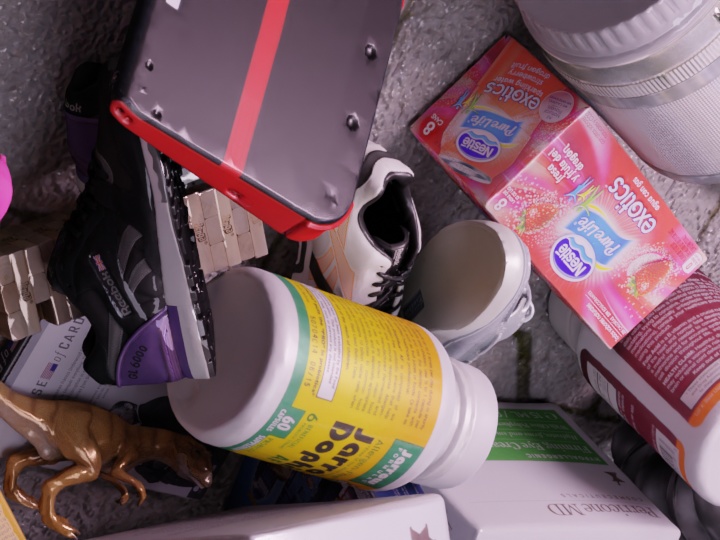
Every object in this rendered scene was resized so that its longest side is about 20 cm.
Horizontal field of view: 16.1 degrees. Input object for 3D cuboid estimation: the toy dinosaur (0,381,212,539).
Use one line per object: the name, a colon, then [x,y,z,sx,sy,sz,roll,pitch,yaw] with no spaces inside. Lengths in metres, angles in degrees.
toy dinosaur: [-0.190,0.104,1.599,0.200,0.060,0.106,23,97,-30]

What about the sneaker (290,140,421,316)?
sneaker: [0.000,0.000,1.642,0.074,0.080,0.200,-35,135,-31]

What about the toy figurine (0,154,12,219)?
toy figurine: [-0.266,-0.065,1.341,0.200,0.184,0.150,16,112,-41]

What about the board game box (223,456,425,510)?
board game box: [-0.029,0.188,1.730,0.062,0.200,0.200,1,136,-37]

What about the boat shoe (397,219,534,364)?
boat shoe: [0.074,0.018,1.677,0.071,0.070,0.201,-2,161,-24]

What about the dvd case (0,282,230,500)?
dvd case: [-0.146,0.069,1.645,0.200,0.025,0.150,18,111,-42]

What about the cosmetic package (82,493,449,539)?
cosmetic package: [-0.059,0.235,1.585,0.165,0.200,0.165,-7,88,-43]

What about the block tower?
block tower: [-0.148,-0.013,1.536,0.200,0.054,0.058,-21,112,-29]

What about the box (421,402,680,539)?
box: [0.075,0.215,1.808,0.199,0.171,0.200,5,119,-38]

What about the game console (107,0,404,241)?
game console: [-0.056,-0.134,1.454,0.177,0.031,0.200,32,59,-33]

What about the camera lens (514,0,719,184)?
camera lens: [0.204,-0.160,1.620,0.160,0.160,0.200,-46,136,4]

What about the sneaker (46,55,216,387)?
sneaker: [-0.141,-0.021,1.451,0.087,0.076,0.200,-9,112,2]

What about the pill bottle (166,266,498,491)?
pill bottle: [-0.012,0.076,1.594,0.200,0.113,0.113,20,109,-39]

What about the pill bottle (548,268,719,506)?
pill bottle: [0.224,0.064,1.779,0.114,0.200,0.114,-19,132,-23]

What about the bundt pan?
bundt pan: [0.268,0.113,1.857,0.202,0.202,0.076,-44,129,2]

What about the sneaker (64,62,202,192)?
sneaker: [-0.079,-0.111,1.512,0.200,0.076,0.088,-23,127,-19]

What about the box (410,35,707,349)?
box: [0.134,-0.051,1.699,0.095,0.103,0.200,-43,138,2]

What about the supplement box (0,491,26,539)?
supplement box: [-0.256,0.140,1.561,0.069,0.067,0.200,-32,121,-11]
